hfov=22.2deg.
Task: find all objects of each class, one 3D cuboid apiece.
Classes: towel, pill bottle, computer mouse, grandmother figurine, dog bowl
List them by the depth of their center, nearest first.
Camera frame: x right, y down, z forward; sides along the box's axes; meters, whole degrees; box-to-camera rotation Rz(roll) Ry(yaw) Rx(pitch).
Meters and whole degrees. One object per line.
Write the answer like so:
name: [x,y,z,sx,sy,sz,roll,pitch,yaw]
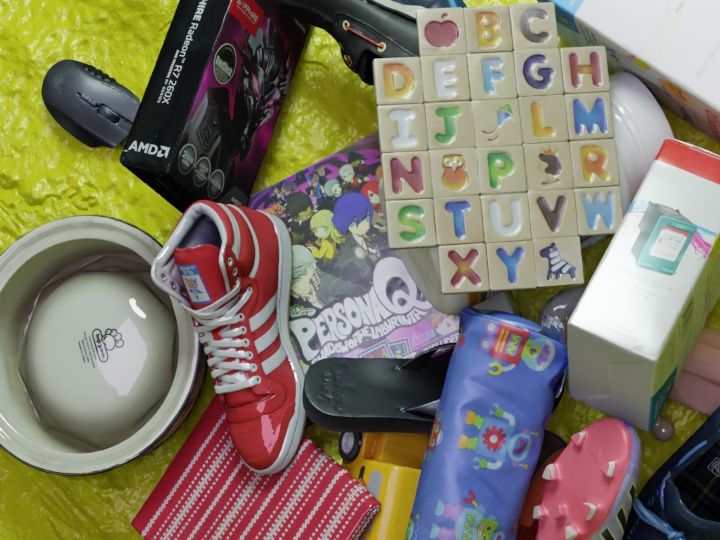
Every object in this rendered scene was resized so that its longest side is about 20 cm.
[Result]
pill bottle: [0.122,-0.059,1.323,0.199,0.116,0.117,-26,75,-11]
grandmother figurine: [0.225,0.059,1.330,0.198,0.061,0.122,18,78,14]
towel: [-0.081,0.181,1.369,0.200,0.022,0.145,36,93,44]
dog bowl: [-0.207,0.062,1.438,0.198,0.074,0.202,-3,80,15]
computer mouse: [-0.180,-0.110,1.477,0.199,0.034,0.059,31,90,17]

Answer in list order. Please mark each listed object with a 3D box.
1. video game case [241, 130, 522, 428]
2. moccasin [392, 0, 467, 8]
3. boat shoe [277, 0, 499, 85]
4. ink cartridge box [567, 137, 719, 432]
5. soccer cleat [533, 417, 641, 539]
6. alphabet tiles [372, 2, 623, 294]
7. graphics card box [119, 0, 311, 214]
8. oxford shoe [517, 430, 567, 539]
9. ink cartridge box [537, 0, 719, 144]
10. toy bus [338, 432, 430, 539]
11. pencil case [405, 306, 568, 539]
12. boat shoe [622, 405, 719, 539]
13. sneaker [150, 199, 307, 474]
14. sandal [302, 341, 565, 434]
video game case: [0.000,0.000,1.410,0.199,0.036,0.183,-26,75,11]
moccasin: [0.054,-0.180,1.410,0.068,0.080,0.201,-32,61,14]
boat shoe: [0.011,-0.170,1.345,0.200,0.074,0.064,27,91,32]
ink cartridge box: [0.214,-0.005,1.268,0.067,0.116,0.201,23,66,18]
soccer cleat: [0.160,0.190,1.288,0.067,0.076,0.201,45,123,49]
alphabet tiles: [0.095,-0.086,1.263,0.165,0.006,0.202,-4,80,-6]
graphics card box: [-0.105,-0.145,1.396,0.050,0.125,0.201,14,76,25]
oxford shoe: [0.096,0.208,1.348,0.072,0.071,0.201,35,93,43]
ink cartridge box: [0.245,-0.184,1.321,0.199,0.128,0.126,37,92,18]
toy bus: [0.016,0.201,1.343,0.078,0.065,0.202,3,81,58]
pencil case: [0.088,0.125,1.274,0.086,0.078,0.202,15,88,-7]
boat shoe: [0.231,0.157,1.282,0.084,0.069,0.201,30,111,13]
sneaker: [-0.096,0.046,1.344,0.071,0.112,0.202,-14,73,28]
sandal: [0.058,0.084,1.332,0.198,0.043,0.076,-4,47,-14]
